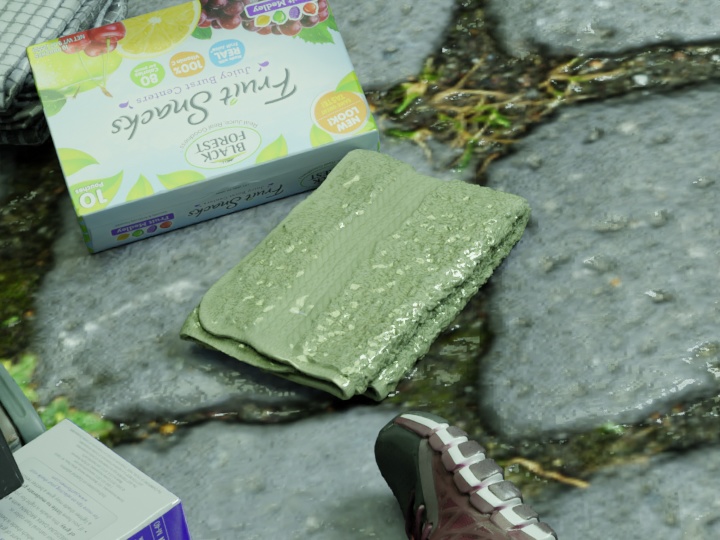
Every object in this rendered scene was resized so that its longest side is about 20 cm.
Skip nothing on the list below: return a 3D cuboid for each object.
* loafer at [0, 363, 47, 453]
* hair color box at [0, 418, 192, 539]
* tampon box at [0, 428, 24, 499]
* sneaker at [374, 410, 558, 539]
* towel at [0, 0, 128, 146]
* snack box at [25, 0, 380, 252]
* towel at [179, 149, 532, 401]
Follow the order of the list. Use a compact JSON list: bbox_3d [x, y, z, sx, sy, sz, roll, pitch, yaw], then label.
[{"bbox_3d":[-0.247,0.064,1.492,0.063,0.072,0.200,-31,43,-15],"label":"loafer"},{"bbox_3d":[-0.197,0.172,1.339,0.200,0.065,0.109,-32,41,-28],"label":"hair color box"},{"bbox_3d":[-0.307,0.087,1.355,0.150,0.126,0.200,-34,22,-29],"label":"tampon box"},{"bbox_3d":[0.035,0.154,1.294,0.116,0.076,0.200,-30,41,-18],"label":"sneaker"},{"bbox_3d":[-0.270,-0.161,1.779,0.166,0.086,0.200,6,41,17],"label":"towel"},{"bbox_3d":[-0.103,-0.106,1.649,0.200,0.053,0.142,-17,61,-7],"label":"snack box"},{"bbox_3d":[0.000,0.000,1.534,0.148,0.036,0.200,18,46,32],"label":"towel"}]
